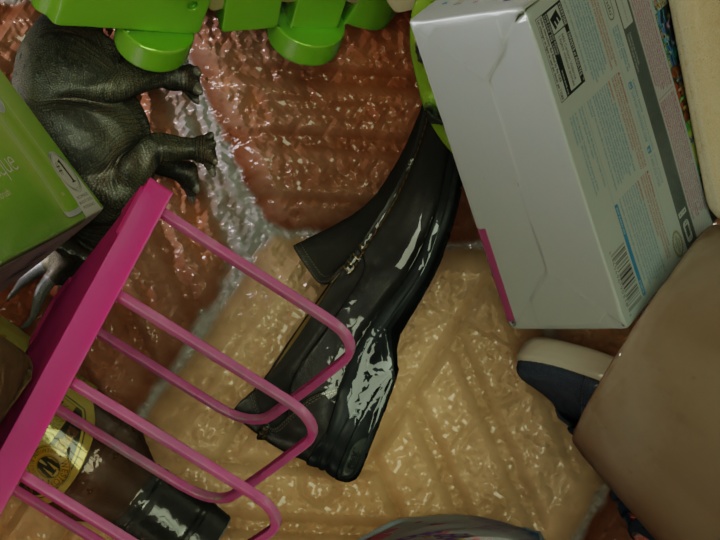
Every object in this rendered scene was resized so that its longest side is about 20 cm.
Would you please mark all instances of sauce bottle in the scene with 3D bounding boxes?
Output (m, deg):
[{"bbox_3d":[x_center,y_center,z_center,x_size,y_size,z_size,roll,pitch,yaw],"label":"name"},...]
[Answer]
[{"bbox_3d":[-0.153,0.077,0.982,0.199,0.065,0.065,36,86,-4],"label":"sauce bottle"}]

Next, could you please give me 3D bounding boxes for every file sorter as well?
[{"bbox_3d":[-0.104,0.095,0.877,0.125,0.139,0.201,32,57,-11],"label":"file sorter"}]

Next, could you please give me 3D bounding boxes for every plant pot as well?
[{"bbox_3d":[0.195,0.073,0.875,0.173,0.200,0.201,34,86,12],"label":"plant pot"}]

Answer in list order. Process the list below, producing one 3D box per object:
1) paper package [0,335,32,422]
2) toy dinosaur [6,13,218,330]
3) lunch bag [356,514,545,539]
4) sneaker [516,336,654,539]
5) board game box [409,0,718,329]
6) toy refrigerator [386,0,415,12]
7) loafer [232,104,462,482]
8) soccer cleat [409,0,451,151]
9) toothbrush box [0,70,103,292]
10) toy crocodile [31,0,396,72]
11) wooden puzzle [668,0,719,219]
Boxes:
[{"bbox_3d":[-0.255,0.061,0.755,0.199,0.103,0.192,32,84,-2],"label":"paper package"},{"bbox_3d":[-0.130,-0.077,0.984,0.101,0.077,0.202,-8,93,-18],"label":"toy dinosaur"},{"bbox_3d":[0.013,0.191,0.938,0.199,0.170,0.128,-33,91,-5],"label":"lunch bag"},{"bbox_3d":[0.149,0.114,0.998,0.199,0.075,0.085,35,82,-3],"label":"sneaker"},{"bbox_3d":[0.116,-0.085,0.905,0.200,0.064,0.149,-41,120,-46],"label":"board game box"},{"bbox_3d":[0.009,-0.227,0.920,0.201,0.070,0.076,58,42,-26],"label":"toy refrigerator"},{"bbox_3d":[0.000,0.000,0.994,0.072,0.073,0.202,21,85,1],"label":"loafer"},{"bbox_3d":[0.085,-0.070,0.972,0.067,0.081,0.201,-13,126,32],"label":"soccer cleat"},{"bbox_3d":[-0.223,-0.071,0.882,0.086,0.146,0.201,-37,91,16],"label":"toothbrush box"},{"bbox_3d":[-0.061,-0.142,0.969,0.198,0.068,0.062,-4,50,-23],"label":"toy crocodile"},{"bbox_3d":[0.204,-0.137,0.949,0.199,0.037,0.187,-27,110,-44],"label":"wooden puzzle"}]
